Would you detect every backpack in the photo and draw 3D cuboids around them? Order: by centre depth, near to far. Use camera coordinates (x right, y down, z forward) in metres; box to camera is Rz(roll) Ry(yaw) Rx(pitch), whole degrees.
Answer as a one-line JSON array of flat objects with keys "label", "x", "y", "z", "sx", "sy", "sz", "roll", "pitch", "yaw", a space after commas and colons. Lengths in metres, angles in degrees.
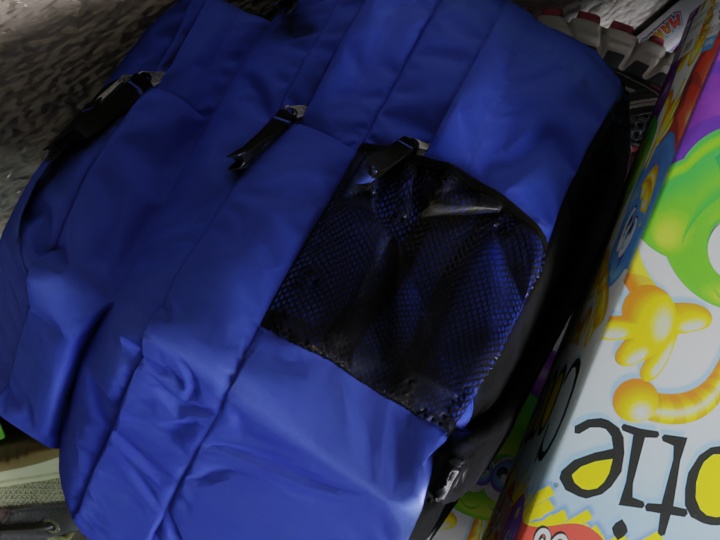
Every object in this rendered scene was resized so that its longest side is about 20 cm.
[{"label": "backpack", "x": -0.011, "y": -0.011, "z": 0.598, "sx": 0.200, "sy": 0.167, "sz": 0.163, "roll": -56, "pitch": -177, "yaw": -33}]

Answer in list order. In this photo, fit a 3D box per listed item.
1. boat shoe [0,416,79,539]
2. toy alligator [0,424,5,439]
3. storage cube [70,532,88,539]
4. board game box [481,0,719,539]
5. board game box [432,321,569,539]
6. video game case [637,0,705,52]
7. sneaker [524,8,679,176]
[{"label": "boat shoe", "x": -0.134, "y": 0.085, "z": 0.769, "sx": 0.200, "sy": 0.066, "sz": 0.072, "roll": -14, "pitch": -154, "yaw": 26}, {"label": "toy alligator", "x": -0.122, "y": 0.029, "z": 0.734, "sx": 0.199, "sy": 0.055, "sz": 0.059, "roll": -23, "pitch": 164, "yaw": -12}, {"label": "storage cube", "x": -0.084, "y": 0.137, "z": 0.886, "sx": 0.170, "sy": 0.201, "sz": 0.179, "roll": -33, "pitch": 157, "yaw": 22}, {"label": "board game box", "x": 0.118, "y": 0.026, "z": 0.581, "sx": 0.105, "sy": 0.102, "sz": 0.201, "roll": -5, "pitch": 116, "yaw": -89}, {"label": "board game box", "x": 0.049, "y": 0.123, "z": 0.694, "sx": 0.201, "sy": 0.104, "sz": 0.103, "roll": -59, "pitch": 168, "yaw": -23}, {"label": "video game case", "x": 0.163, "y": -0.097, "z": 0.854, "sx": 0.143, "sy": 0.018, "sz": 0.200, "roll": -8, "pitch": 156, "yaw": -46}, {"label": "sneaker", "x": 0.112, "y": -0.039, "z": 0.691, "sx": 0.075, "sy": 0.199, "sz": 0.081, "roll": -66, "pitch": 159, "yaw": -11}]
